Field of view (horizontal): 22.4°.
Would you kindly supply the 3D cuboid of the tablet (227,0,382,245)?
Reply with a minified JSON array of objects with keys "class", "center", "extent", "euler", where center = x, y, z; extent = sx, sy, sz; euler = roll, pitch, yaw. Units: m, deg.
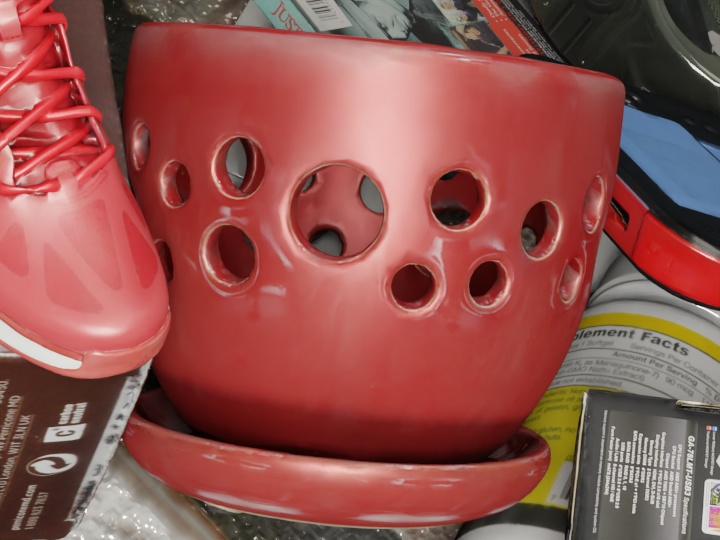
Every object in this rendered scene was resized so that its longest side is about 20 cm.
[{"class":"tablet","center":[-0.011,-0.085,0.909],"extent":[0.130,0.014,0.200],"euler":[25,38,-2]}]

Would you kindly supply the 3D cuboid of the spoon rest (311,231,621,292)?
[{"class":"spoon rest","center":[0.059,0.002,0.891],"extent":[0.199,0.061,0.100],"euler":[-16,49,-18]}]

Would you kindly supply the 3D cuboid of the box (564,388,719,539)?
[{"class":"box","center":[0.170,0.153,0.673],"extent":[0.197,0.050,0.201],"euler":[7,64,4]}]

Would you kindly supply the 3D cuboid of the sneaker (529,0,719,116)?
[{"class":"sneaker","center":[0.171,-0.141,1.007],"extent":[0.199,0.076,0.114],"euler":[42,39,-6]}]

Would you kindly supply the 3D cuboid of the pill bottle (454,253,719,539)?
[{"class":"pill bottle","center":[0.122,0.087,0.821],"extent":[0.114,0.114,0.200],"euler":[32,52,0]}]

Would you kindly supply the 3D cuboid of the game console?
[{"class":"game console","center":[0.168,-0.034,0.833],"extent":[0.176,0.031,0.200],"euler":[10,27,-27]}]

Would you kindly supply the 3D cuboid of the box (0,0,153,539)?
[{"class":"box","center":[-0.188,-0.013,0.723],"extent":[0.163,0.166,0.201],"euler":[0,59,-21]}]

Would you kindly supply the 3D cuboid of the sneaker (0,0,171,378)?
[{"class":"sneaker","center":[-0.122,-0.066,0.607],"extent":[0.078,0.116,0.200],"euler":[-29,73,-35]}]

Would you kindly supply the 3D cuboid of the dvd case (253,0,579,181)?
[{"class":"dvd case","center":[0.049,-0.109,0.943],"extent":[0.146,0.022,0.200],"euler":[52,35,14]}]

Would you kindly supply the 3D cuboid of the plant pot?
[{"class":"plant pot","center":[0.000,0.000,0.733],"extent":[0.199,0.200,0.184],"euler":[2,96,-21]}]
